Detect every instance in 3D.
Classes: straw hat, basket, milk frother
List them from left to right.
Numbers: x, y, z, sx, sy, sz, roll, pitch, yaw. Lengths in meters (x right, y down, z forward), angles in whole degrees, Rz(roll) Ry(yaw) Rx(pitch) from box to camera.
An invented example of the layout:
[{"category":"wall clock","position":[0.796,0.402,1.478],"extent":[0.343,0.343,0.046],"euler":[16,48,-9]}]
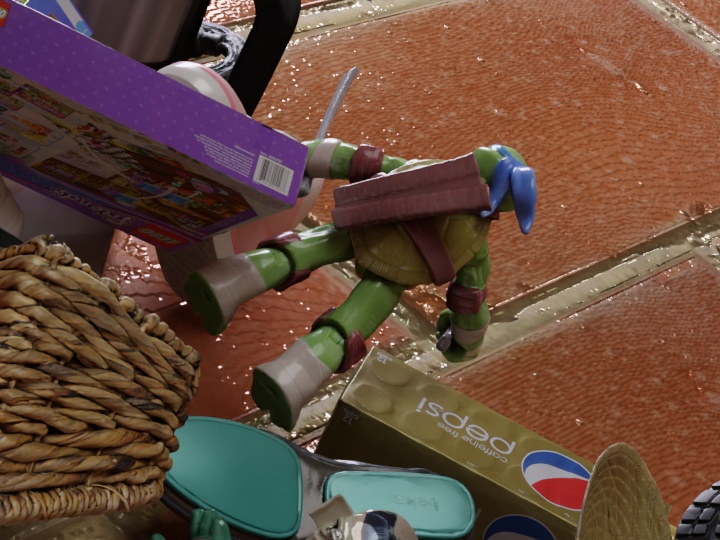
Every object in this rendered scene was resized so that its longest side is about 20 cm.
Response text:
[{"category":"basket","position":[-0.185,0.092,1.060],"extent":[0.143,0.200,0.149],"euler":[43,50,-38]},{"category":"milk frother","position":[-0.136,-0.194,1.528],"extent":[0.180,0.188,0.200],"euler":[16,31,-16]},{"category":"straw hat","position":[0.096,0.188,1.122],"extent":[0.085,0.202,0.201],"euler":[-7,21,23]}]

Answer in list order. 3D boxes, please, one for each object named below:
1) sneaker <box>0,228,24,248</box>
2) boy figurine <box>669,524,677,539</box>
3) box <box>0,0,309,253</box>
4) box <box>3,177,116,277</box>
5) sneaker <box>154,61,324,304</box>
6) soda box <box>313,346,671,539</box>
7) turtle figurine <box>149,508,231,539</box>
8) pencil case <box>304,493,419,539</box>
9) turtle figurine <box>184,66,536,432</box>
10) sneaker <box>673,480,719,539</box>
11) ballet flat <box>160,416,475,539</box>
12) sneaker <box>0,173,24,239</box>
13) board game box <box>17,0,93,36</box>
[{"category":"sneaker","position":[-0.228,-0.014,1.101],"extent":[0.200,0.070,0.090],"euler":[33,-6,-13]},{"category":"boy figurine","position":[0.155,0.189,1.225],"extent":[0.199,0.064,0.125],"euler":[1,76,-22]},{"category":"box","position":[-0.146,-0.075,1.193],"extent":[0.200,0.137,0.039],"euler":[26,67,-28]},{"category":"box","position":[-0.187,-0.003,1.293],"extent":[0.078,0.095,0.200],"euler":[19,30,-8]},{"category":"sneaker","position":[-0.076,-0.070,1.351],"extent":[0.075,0.201,0.105],"euler":[30,58,23]},{"category":"soda box","position":[0.073,0.128,1.307],"extent":[0.200,0.064,0.068],"euler":[27,31,5]},{"category":"turtle figurine","position":[-0.161,0.165,1.053],"extent":[0.200,0.101,0.150],"euler":[-13,5,-33]},{"category":"pencil case","position":[0.014,0.207,1.122],"extent":[0.089,0.078,0.200],"euler":[48,14,-37]},{"category":"turtle figurine","position":[0.000,0.000,1.289],"extent":[0.194,0.144,0.200],"euler":[-33,27,-21]},{"category":"sneaker","position":[0.195,0.192,1.175],"extent":[0.075,0.088,0.200],"euler":[6,42,21]},{"category":"ballet flat","position":[-0.036,0.129,1.225],"extent":[0.199,0.073,0.073],"euler":[13,32,-21]},{"category":"sneaker","position":[-0.279,-0.012,1.167],"extent":[0.200,0.089,0.075],"euler":[-31,28,-10]},{"category":"board game box","position":[-0.252,-0.093,1.342],"extent":[0.045,0.134,0.200],"euler":[56,26,-16]}]
